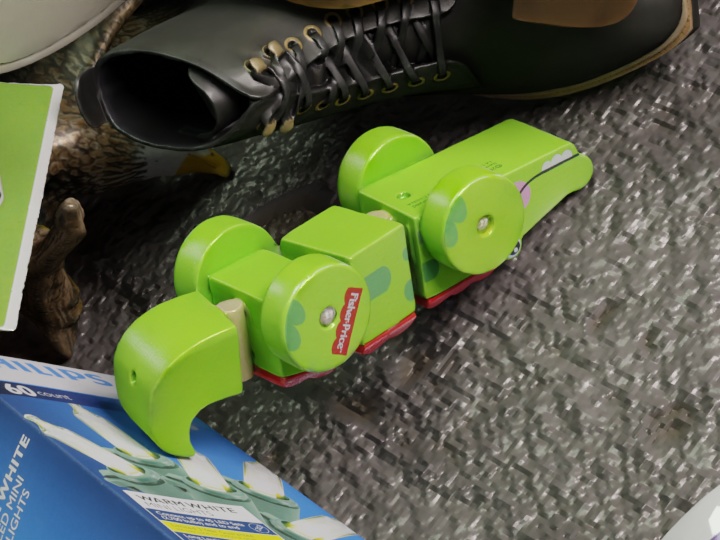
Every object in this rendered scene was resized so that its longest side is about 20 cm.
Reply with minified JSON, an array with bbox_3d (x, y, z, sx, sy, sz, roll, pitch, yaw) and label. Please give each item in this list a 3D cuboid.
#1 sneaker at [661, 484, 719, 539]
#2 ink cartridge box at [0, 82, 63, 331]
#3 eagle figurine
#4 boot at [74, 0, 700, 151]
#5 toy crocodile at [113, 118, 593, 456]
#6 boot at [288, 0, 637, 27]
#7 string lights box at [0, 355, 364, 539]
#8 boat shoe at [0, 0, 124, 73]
[{"bbox_3d":[0.110,0.145,0.754,0.201,0.073,0.114,-50,44,7],"label":"sneaker"},{"bbox_3d":[-0.212,-0.003,0.937,0.199,0.076,0.148,3,38,0],"label":"ink cartridge box"},{"bbox_3d":[-0.122,-0.072,1.077,0.151,0.151,0.201,-21,55,37],"label":"eagle figurine"},{"bbox_3d":[0.010,-0.078,0.957,0.199,0.078,0.138,-4,20,30],"label":"boot"},{"bbox_3d":[0.000,0.000,0.934,0.200,0.062,0.067,-30,34,-32],"label":"toy crocodile"},{"bbox_3d":[0.026,-0.170,0.946,0.199,0.077,0.156,9,50,13],"label":"boot"},{"bbox_3d":[-0.068,0.095,0.895,0.200,0.103,0.059,31,104,47],"label":"string lights box"},{"bbox_3d":[-0.092,-0.162,0.972,0.063,0.073,0.200,39,91,25],"label":"boat shoe"}]
